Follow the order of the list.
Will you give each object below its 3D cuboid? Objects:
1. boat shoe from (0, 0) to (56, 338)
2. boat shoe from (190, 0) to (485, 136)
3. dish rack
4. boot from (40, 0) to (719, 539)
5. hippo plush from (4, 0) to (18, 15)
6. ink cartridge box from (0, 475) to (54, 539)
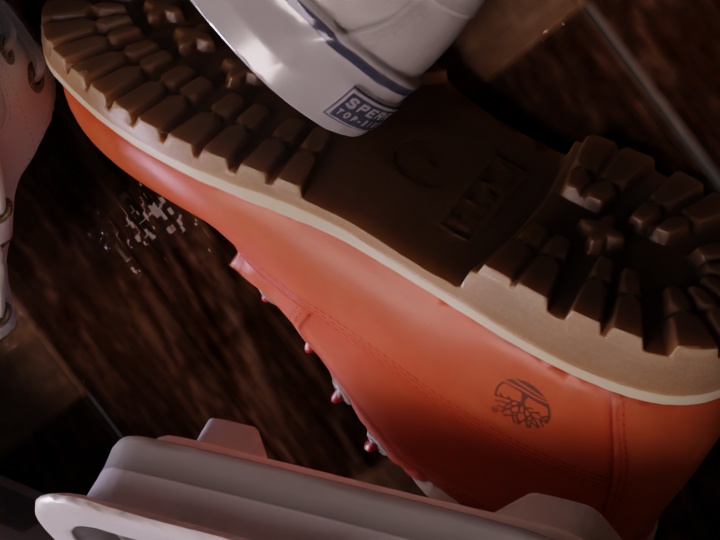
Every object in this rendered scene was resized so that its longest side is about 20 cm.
[{"bbox_3d":[-0.112,-0.047,0.684,0.071,0.069,0.200,51,149,29],"label":"boat shoe"},{"bbox_3d":[-0.040,-0.124,0.627,0.065,0.074,0.200,-44,80,18],"label":"boat shoe"},{"bbox_3d":[0.030,0.100,0.679,0.171,0.044,0.200,9,152,37],"label":"dish rack"},{"bbox_3d":[0.000,0.000,0.666,0.200,0.075,0.107,32,140,19],"label":"boot"},{"bbox_3d":[-0.189,-0.138,0.715,0.161,0.159,0.200,44,-174,36],"label":"hippo plush"},{"bbox_3d":[-0.164,0.144,0.825,0.160,0.047,0.200,19,111,24],"label":"ink cartridge box"}]
